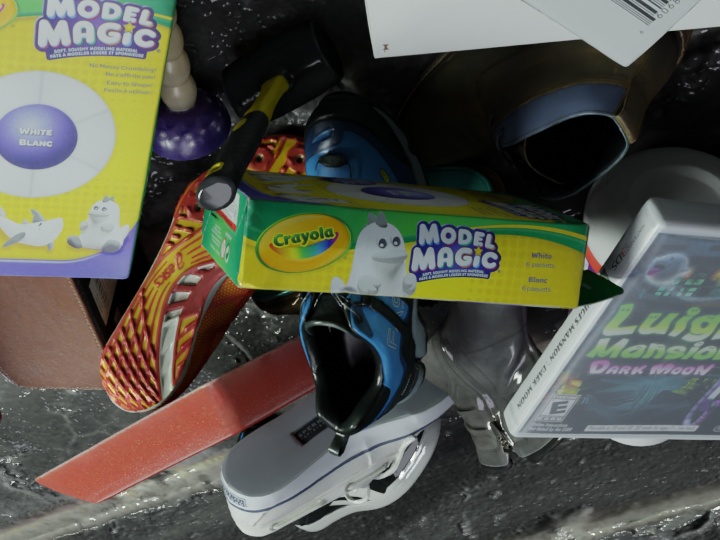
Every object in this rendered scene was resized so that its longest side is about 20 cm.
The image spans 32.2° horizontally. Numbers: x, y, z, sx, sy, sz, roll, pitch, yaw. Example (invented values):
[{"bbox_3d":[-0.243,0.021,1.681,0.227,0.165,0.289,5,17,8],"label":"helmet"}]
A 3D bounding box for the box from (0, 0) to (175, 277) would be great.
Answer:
[{"bbox_3d":[-0.153,-0.085,0.587,0.116,0.049,0.202,1,131,-19],"label":"box"}]

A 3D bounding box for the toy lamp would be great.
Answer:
[{"bbox_3d":[-0.112,-0.146,0.654,0.057,0.059,0.201,-1,139,5],"label":"toy lamp"}]

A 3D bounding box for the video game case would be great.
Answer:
[{"bbox_3d":[0.204,0.037,0.709,0.197,0.024,0.183,4,136,-23],"label":"video game case"}]

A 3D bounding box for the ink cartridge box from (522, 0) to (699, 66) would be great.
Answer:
[{"bbox_3d":[0.055,-0.206,0.460,0.174,0.202,0.084,26,136,-26],"label":"ink cartridge box"}]

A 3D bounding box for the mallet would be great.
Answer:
[{"bbox_3d":[-0.060,-0.073,0.633,0.065,0.201,0.041,-23,111,24],"label":"mallet"}]

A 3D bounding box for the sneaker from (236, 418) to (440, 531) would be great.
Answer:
[{"bbox_3d":[-0.034,0.145,0.981,0.111,0.074,0.200,24,137,-26],"label":"sneaker"}]

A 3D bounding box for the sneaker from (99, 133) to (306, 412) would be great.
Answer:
[{"bbox_3d":[-0.094,-0.002,0.779,0.073,0.077,0.201,39,95,3],"label":"sneaker"}]

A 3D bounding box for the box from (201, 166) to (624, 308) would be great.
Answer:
[{"bbox_3d":[0.026,-0.017,0.637,0.197,0.117,0.049,6,100,-18],"label":"box"}]

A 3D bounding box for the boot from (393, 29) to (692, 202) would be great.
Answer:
[{"bbox_3d":[0.079,-0.081,0.667,0.199,0.097,0.075,-23,121,43],"label":"boot"}]

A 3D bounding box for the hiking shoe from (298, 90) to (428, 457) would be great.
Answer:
[{"bbox_3d":[0.000,0.000,0.720,0.073,0.087,0.203,0,111,24],"label":"hiking shoe"}]

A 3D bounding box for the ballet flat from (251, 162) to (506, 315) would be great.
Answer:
[{"bbox_3d":[0.018,-0.013,0.806,0.198,0.069,0.072,-24,154,28],"label":"ballet flat"}]

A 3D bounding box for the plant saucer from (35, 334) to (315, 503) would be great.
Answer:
[{"bbox_3d":[-0.088,0.089,0.834,0.199,0.199,0.037,-29,87,38],"label":"plant saucer"}]

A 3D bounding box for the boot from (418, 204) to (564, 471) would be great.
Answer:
[{"bbox_3d":[0.105,0.049,0.807,0.132,0.070,0.200,51,151,5],"label":"boot"}]

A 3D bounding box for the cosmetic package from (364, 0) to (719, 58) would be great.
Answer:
[{"bbox_3d":[0.102,-0.157,0.610,0.197,0.083,0.051,-4,140,7],"label":"cosmetic package"}]

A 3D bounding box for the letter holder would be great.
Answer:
[{"bbox_3d":[-0.229,-0.023,0.772,0.140,0.101,0.201,-1,140,7],"label":"letter holder"}]

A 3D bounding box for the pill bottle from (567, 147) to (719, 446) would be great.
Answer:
[{"bbox_3d":[0.190,0.026,0.798,0.111,0.113,0.201,0,140,3],"label":"pill bottle"}]

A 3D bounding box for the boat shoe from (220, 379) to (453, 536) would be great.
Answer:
[{"bbox_3d":[-0.008,0.131,0.901,0.201,0.074,0.087,-31,142,-26],"label":"boat shoe"}]
